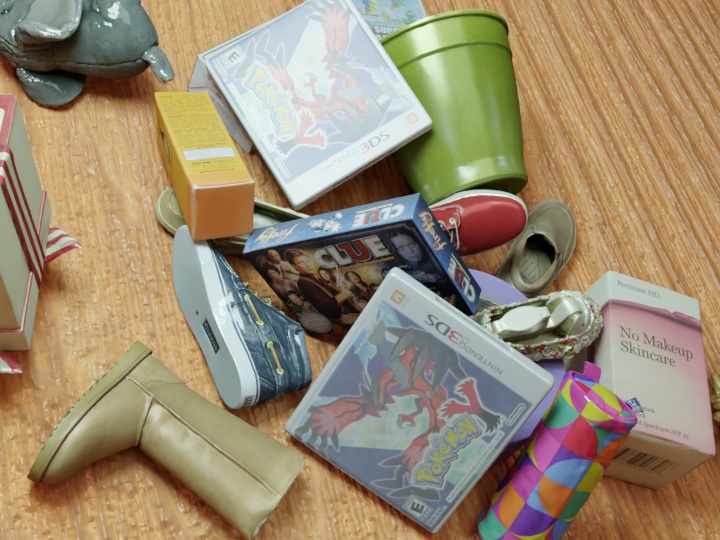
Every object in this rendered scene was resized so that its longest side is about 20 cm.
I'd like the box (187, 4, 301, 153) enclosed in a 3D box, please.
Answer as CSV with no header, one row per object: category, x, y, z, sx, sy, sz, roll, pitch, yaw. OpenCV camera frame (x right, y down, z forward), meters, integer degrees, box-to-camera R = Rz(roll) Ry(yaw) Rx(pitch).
box,-0.095,-0.237,1.213,0.117,0.060,0.200,45,52,8

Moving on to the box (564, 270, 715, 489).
box,0.307,0.123,1.130,0.127,0.109,0.202,17,54,-13

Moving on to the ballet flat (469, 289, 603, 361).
ballet flat,0.189,0.057,1.042,0.199,0.064,0.076,-15,65,-32

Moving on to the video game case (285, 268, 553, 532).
video game case,0.052,0.127,0.953,0.181,0.201,0.023,34,21,0

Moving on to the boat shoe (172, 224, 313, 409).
boat shoe,-0.122,0.042,1.018,0.090,0.071,0.202,-8,65,-37

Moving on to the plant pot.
plant pot,0.110,-0.171,1.196,0.199,0.200,0.195,-8,74,-29

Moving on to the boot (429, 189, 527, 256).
boot,0.083,-0.028,1.070,0.198,0.073,0.144,-10,17,8

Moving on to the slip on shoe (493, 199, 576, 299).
slip on shoe,0.217,-0.026,1.217,0.076,0.061,0.200,40,51,4

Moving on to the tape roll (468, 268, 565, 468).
tape roll,0.111,0.105,1.068,0.198,0.085,0.202,12,54,-17

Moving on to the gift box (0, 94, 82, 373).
gift box,-0.355,-0.026,0.870,0.198,0.187,0.186,5,54,-4

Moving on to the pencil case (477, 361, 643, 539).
pencil case,0.191,0.193,0.980,0.088,0.201,0.088,27,16,-8

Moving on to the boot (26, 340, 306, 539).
boot,-0.169,0.174,0.906,0.199,0.066,0.175,38,52,1

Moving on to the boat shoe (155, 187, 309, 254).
boat shoe,-0.118,-0.051,1.077,0.199,0.063,0.074,22,52,-11

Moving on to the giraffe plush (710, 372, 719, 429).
giraffe plush,0.502,0.162,1.189,0.161,0.173,0.202,23,86,4

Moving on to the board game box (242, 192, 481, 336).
board game box,0.000,0.000,0.986,0.136,0.198,0.035,53,42,-34

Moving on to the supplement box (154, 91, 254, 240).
supplement box,-0.166,-0.115,1.047,0.068,0.067,0.200,-9,40,-20

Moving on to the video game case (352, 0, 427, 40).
video game case,0.029,-0.339,1.364,0.142,0.017,0.202,-2,60,-25

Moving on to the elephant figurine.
elephant figurine,-0.332,-0.251,1.089,0.199,0.155,0.143,-23,113,-23

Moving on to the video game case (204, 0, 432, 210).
video game case,-0.047,-0.196,1.117,0.181,0.023,0.201,-32,79,-8
